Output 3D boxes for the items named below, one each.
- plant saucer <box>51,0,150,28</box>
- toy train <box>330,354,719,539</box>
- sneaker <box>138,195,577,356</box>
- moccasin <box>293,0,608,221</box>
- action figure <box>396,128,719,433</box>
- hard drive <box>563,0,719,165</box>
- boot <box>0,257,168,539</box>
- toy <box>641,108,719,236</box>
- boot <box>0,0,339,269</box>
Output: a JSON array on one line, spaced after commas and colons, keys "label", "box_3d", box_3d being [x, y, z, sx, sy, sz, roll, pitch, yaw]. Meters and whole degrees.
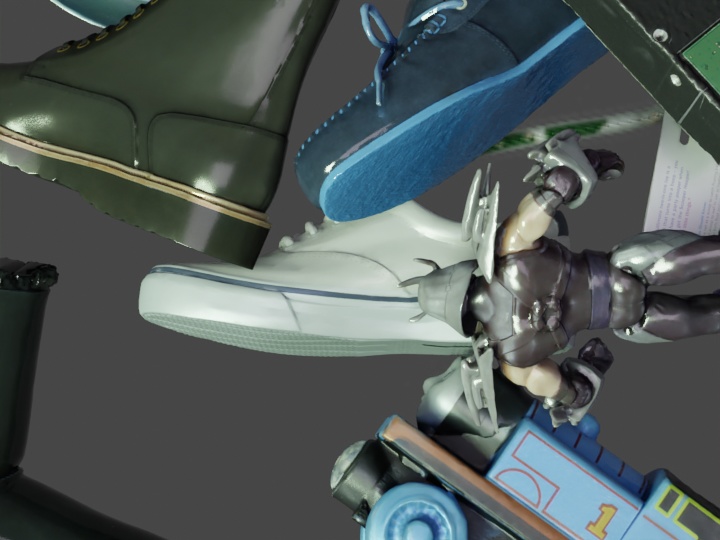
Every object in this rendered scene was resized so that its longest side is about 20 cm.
[{"label": "plant saucer", "box_3d": [-0.083, -0.205, 0.963, 0.198, 0.027, 0.202, 0, 92, 1]}, {"label": "toy train", "box_3d": [0.086, 0.121, 0.942, 0.199, 0.087, 0.115, 36, 83, 2]}, {"label": "sneaker", "box_3d": [0.000, 0.000, 0.952, 0.198, 0.073, 0.072, 2, 79, -6]}, {"label": "moccasin", "box_3d": [0.044, -0.094, 0.934, 0.199, 0.081, 0.068, -34, 70, -25]}, {"label": "action figure", "box_3d": [0.114, 0.008, 0.886, 0.198, 0.070, 0.131, -1, 124, 2]}, {"label": "hard drive", "box_3d": [0.139, -0.159, 0.915, 0.139, 0.038, 0.200, -39, 79, -22]}, {"label": "boot", "box_3d": [-0.159, 0.077, 0.950, 0.196, 0.073, 0.164, 4, 92, 6]}, {"label": "toy", "box_3d": [0.229, -0.046, 0.949, 0.198, 0.047, 0.116, 12, 86, -2]}, {"label": "boot", "box_3d": [-0.104, -0.099, 0.929, 0.199, 0.077, 0.139, 23, 91, 19]}]
